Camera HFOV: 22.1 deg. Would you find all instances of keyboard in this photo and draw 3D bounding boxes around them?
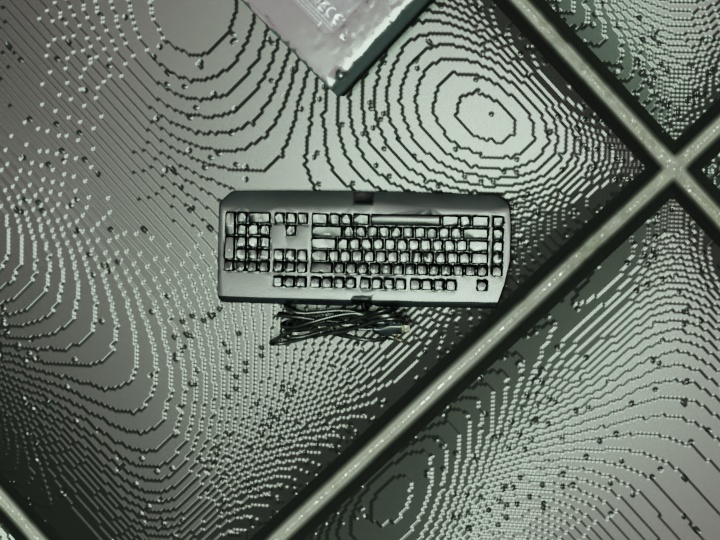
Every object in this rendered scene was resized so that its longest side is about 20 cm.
[{"bbox_3d":[0.000,0.000,1.223,0.198,0.040,0.105,0,94,10],"label":"keyboard"}]

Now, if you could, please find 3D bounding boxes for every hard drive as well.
[{"bbox_3d":[0.006,-0.235,1.203,0.140,0.033,0.200,45,100,3],"label":"hard drive"}]
